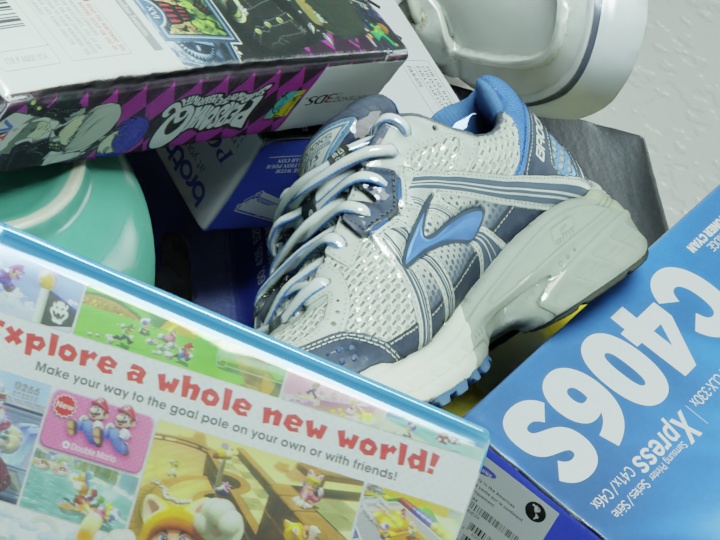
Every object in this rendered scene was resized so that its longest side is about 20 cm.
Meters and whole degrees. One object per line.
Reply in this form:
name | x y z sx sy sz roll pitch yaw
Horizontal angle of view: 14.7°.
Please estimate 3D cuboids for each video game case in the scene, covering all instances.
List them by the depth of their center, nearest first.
video game case | -0.066 0.105 0.680 0.143 0.018 0.201 23 74 -6
video game case | -0.102 -0.116 0.793 0.200 0.036 0.181 51 32 17

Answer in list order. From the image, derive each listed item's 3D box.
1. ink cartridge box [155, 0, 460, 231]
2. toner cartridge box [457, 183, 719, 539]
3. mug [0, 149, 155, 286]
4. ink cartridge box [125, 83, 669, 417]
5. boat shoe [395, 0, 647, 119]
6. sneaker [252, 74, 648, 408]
ink cartridge box | -0.051 -0.103 0.906 0.094 0.044 0.200 -4 52 -42
toner cartridge box | 0.105 0.044 0.854 0.095 0.043 0.200 39 39 10
mug | -0.148 -0.003 0.762 0.184 0.115 0.152 8 43 -25
ink cartridge box | 0.016 0.008 0.908 0.199 0.047 0.198 14 41 -21
boat shoe | 0.027 -0.104 0.972 0.065 0.072 0.200 6 18 -28
sneaker | 0.000 0.000 0.800 0.200 0.077 0.085 -33 93 -52
